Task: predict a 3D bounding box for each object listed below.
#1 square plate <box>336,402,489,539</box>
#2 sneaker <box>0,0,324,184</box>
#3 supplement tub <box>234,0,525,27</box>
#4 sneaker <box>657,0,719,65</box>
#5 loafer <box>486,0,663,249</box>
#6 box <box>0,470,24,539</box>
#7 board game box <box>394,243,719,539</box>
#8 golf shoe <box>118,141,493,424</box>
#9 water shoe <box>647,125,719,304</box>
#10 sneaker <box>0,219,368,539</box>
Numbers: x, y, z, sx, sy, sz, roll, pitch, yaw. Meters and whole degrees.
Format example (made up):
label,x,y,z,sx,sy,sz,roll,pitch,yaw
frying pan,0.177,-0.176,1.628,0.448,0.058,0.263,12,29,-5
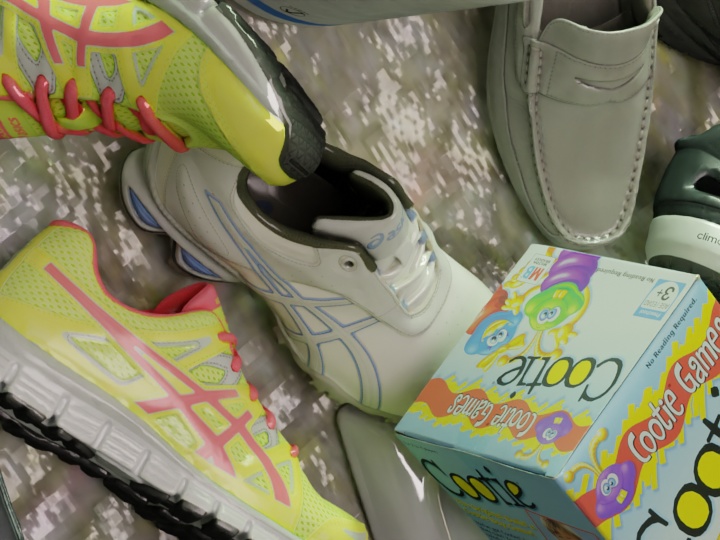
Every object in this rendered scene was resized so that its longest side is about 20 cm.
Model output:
label,x,y,z,sx,sy,sz,roll,pitch,yaw
square plate,0.104,0.117,1.286,0.199,0.028,0.199,-22,100,-26
sneaker,-0.098,-0.076,1.103,0.090,0.200,0.078,-51,149,-6
supplement tub,0.019,-0.164,1.142,0.131,0.200,0.133,0,90,-28
sneaker,0.205,-0.095,1.304,0.200,0.091,0.076,34,73,-25
loafer,0.092,-0.100,1.239,0.070,0.070,0.201,-15,112,-18
box,-0.192,0.134,1.030,0.123,0.200,0.199,-25,101,-26
board game box,0.126,0.097,1.202,0.103,0.105,0.200,-53,124,-18
golf shoe,0.000,0.000,1.185,0.200,0.097,0.079,32,68,-22
water shoe,0.223,-0.008,1.286,0.199,0.071,0.079,17,78,-18
sneaker,-0.067,0.053,1.168,0.200,0.078,0.091,37,72,-23
